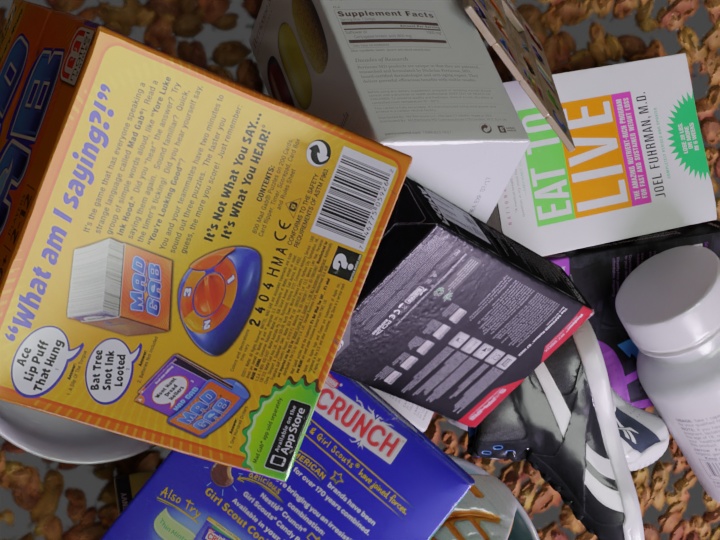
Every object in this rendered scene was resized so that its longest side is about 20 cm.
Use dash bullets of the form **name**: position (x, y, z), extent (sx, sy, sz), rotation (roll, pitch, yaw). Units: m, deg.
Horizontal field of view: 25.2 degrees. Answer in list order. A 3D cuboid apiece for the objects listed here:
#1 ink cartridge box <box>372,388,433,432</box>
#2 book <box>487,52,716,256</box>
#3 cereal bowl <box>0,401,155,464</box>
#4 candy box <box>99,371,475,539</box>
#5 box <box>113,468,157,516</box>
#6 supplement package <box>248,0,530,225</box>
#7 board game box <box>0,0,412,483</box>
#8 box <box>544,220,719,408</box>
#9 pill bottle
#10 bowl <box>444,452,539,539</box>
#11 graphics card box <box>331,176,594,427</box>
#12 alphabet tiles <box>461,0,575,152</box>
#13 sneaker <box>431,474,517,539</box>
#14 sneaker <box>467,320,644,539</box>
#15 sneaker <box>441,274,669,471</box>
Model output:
- **ink cartridge box**: position (0.000, 0.000, 1.169), extent (0.199, 0.050, 0.162), rotation (36, 70, -28)
- **book**: position (0.174, -0.086, 1.235), extent (0.198, 0.048, 0.135), rotation (-13, 90, -26)
- **cereal bowl**: position (-0.187, 0.024, 1.089), extent (0.198, 0.083, 0.202), rotation (-7, 107, -25)
- **candy box**: position (-0.049, 0.162, 1.065), extent (0.169, 0.077, 0.200), rotation (40, 91, 4)
- **box**: position (-0.070, 0.152, 1.142), extent (0.198, 0.075, 0.051), rotation (-11, 83, 0)
- **supplement package**: position (0.013, -0.121, 1.067), extent (0.108, 0.201, 0.114), rotation (-3, 142, -25)
- **board game box**: position (-0.127, -0.023, 0.946), extent (0.198, 0.200, 0.202), rotation (20, 94, -28)
- **box**: position (0.220, 0.044, 1.320), extent (0.198, 0.036, 0.145), rotation (-10, 109, -24)
- **pill bottle**: position (0.284, 0.083, 1.277), extent (0.114, 0.114, 0.201), rotation (-40, 118, -10)
- **bowl**: position (0.040, 0.233, 1.222), extent (0.198, 0.105, 0.203), rotation (0, 88, 2)
- **graphics card box**: position (0.053, 0.027, 1.055), extent (0.125, 0.051, 0.199), rotation (-45, 143, 17)
- **alphabet tiles**: position (0.083, -0.193, 1.121), extent (0.008, 0.168, 0.200), rotation (-32, 119, 17)
- **sneaker**: position (0.028, 0.217, 1.134), extent (0.200, 0.077, 0.078), rotation (-40, 74, -1)
- **sneaker**: position (0.138, 0.141, 1.183), extent (0.111, 0.073, 0.202), rotation (-15, 102, 2)
- **sneaker**: position (0.165, 0.072, 1.235), extent (0.197, 0.080, 0.131), rotation (17, 109, -11)
